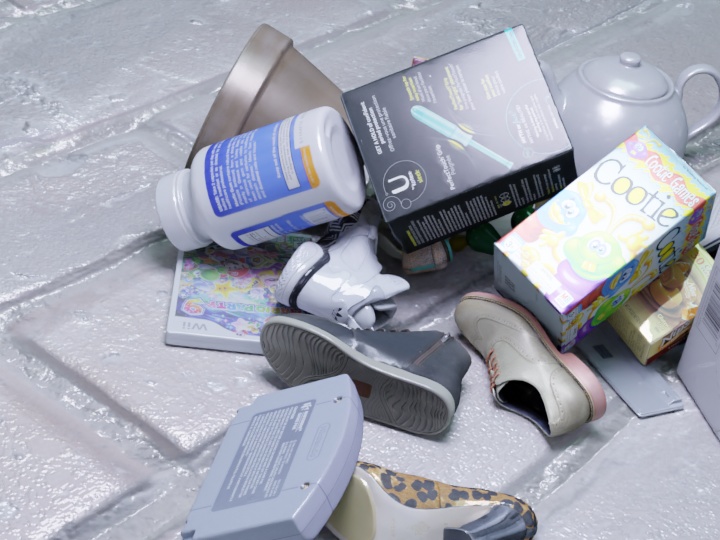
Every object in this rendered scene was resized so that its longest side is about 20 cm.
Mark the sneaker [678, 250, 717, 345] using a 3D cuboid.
[{"bbox_3d":[0.359,0.016,1.669,0.073,0.082,0.200,28,56,9],"label":"sneaker"}]

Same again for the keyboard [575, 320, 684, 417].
[{"bbox_3d":[0.257,0.084,1.594,0.056,0.011,0.200,-13,40,-22],"label":"keyboard"}]

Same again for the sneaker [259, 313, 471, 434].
[{"bbox_3d":[0.006,0.084,1.485,0.199,0.075,0.106,24,31,6],"label":"sneaker"}]

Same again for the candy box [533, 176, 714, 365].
[{"bbox_3d":[0.283,-0.014,1.603,0.115,0.055,0.200,-29,64,-14],"label":"candy box"}]

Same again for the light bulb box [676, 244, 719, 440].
[{"bbox_3d":[0.445,0.059,1.505,0.199,0.199,0.125,-1,37,-17],"label":"light bulb box"}]

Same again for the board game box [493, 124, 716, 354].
[{"bbox_3d":[0.240,-0.029,1.522,0.200,0.105,0.103,-38,67,-12],"label":"board game box"}]

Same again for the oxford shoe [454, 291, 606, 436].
[{"bbox_3d":[0.149,0.089,1.508,0.074,0.071,0.200,-26,43,-27],"label":"oxford shoe"}]

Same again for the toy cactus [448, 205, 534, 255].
[{"bbox_3d":[0.175,-0.031,1.688,0.199,0.102,0.166,10,53,-4],"label":"toy cactus"}]

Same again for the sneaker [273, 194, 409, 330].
[{"bbox_3d":[0.000,0.000,1.588,0.115,0.075,0.200,32,37,8],"label":"sneaker"}]

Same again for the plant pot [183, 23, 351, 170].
[{"bbox_3d":[-0.078,-0.145,1.711,0.173,0.200,0.200,29,35,-3],"label":"plant pot"}]

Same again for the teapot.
[{"bbox_3d":[0.324,-0.201,1.902,0.197,0.147,0.200,28,37,24],"label":"teapot"}]

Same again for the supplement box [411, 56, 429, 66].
[{"bbox_3d":[0.116,-0.171,1.768,0.130,0.104,0.200,11,0,3],"label":"supplement box"}]

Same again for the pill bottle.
[{"bbox_3d":[-0.104,-0.086,1.571,0.199,0.112,0.112,-16,28,20],"label":"pill bottle"}]

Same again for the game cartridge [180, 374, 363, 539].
[{"bbox_3d":[-0.067,0.167,1.312,0.133,0.041,0.200,-19,25,25],"label":"game cartridge"}]

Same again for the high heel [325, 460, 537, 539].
[{"bbox_3d":[0.050,0.205,1.341,0.199,0.072,0.142,16,9,32],"label":"high heel"}]

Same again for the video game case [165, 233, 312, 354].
[{"bbox_3d":[-0.121,0.017,1.589,0.142,0.018,0.200,7,34,-5],"label":"video game case"}]

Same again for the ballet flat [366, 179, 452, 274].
[{"bbox_3d":[0.036,-0.064,1.709,0.067,0.068,0.200,-23,39,-6],"label":"ballet flat"}]

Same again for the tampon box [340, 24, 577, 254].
[{"bbox_3d":[0.103,-0.132,1.576,0.199,0.126,0.151,-21,73,5],"label":"tampon box"}]

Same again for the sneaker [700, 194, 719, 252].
[{"bbox_3d":[0.435,-0.065,1.612,0.079,0.200,0.078,51,13,-16],"label":"sneaker"}]
